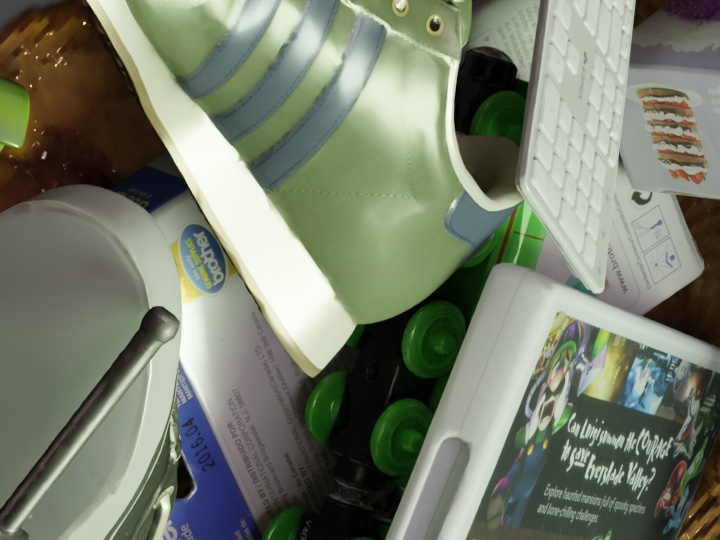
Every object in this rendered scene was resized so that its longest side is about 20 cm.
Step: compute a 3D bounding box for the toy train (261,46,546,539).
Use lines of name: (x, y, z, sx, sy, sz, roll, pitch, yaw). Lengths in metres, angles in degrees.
toy train: (0.017, 0.036, 0.800, 0.056, 0.042, 0.200, 15, 95, -44)

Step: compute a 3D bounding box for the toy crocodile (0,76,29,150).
toy crocodile: (-0.148, 0.033, 0.732, 0.067, 0.062, 0.200, 36, 84, -32)

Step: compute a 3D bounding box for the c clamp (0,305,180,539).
c clamp: (-0.171, 0.033, 0.661, 0.200, 0.027, 0.171, 31, 96, -8)

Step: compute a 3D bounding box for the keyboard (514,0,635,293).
keyboard: (0.066, -0.092, 0.786, 0.056, 0.011, 0.200, 58, 34, -52)

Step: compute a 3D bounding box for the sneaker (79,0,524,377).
sneaker: (-0.018, -0.067, 0.702, 0.090, 0.067, 0.200, -30, 129, -1)

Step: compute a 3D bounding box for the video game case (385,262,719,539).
video game case: (0.046, 0.097, 0.827, 0.200, 0.023, 0.182, 19, 93, -66)

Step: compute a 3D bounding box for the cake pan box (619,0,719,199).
cake pan box: (0.197, -0.077, 0.807, 0.184, 0.200, 0.052, -40, 121, -29)

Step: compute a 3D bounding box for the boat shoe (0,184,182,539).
boat shoe: (-0.083, 0.052, 0.742, 0.064, 0.071, 0.200, -34, 155, -48)

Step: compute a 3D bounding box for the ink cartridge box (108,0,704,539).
ink cartridge box: (0.000, 0.000, 0.824, 0.200, 0.042, 0.120, -35, 118, -22)
